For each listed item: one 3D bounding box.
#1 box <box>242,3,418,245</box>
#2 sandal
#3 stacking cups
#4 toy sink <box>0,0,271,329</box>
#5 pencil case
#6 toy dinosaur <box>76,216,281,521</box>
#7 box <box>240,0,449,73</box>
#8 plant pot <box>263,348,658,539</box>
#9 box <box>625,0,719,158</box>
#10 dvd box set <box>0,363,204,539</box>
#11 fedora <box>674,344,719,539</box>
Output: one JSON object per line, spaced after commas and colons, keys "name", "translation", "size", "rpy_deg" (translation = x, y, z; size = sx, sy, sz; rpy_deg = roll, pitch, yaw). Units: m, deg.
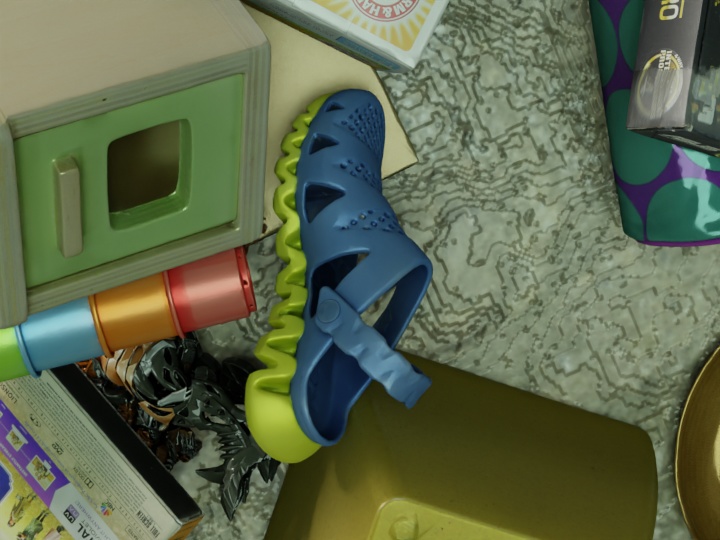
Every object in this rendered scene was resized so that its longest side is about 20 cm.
{"name": "box", "translation": [-0.082, -0.114, 0.922], "size": [0.163, 0.021, 0.200], "rpy_deg": [-26, 100, 3]}
{"name": "sandal", "translation": [0.000, 0.000, 0.864], "size": [0.087, 0.079, 0.201], "rpy_deg": [-5, 71, 26]}
{"name": "stacking cups", "translation": [-0.154, 0.022, 0.860], "size": [0.199, 0.061, 0.061], "rpy_deg": [-15, 100, 0]}
{"name": "toy sink", "translation": [-0.153, -0.061, 0.803], "size": [0.200, 0.112, 0.131], "rpy_deg": [-18, 140, -23]}
{"name": "pencil case", "translation": [0.172, -0.118, 0.899], "size": [0.092, 0.085, 0.201], "rpy_deg": [-9, 101, 13]}
{"name": "toy dinosaur", "translation": [-0.103, 0.066, 0.920], "size": [0.136, 0.102, 0.200], "rpy_deg": [30, 126, 8]}
{"name": "box", "translation": [0.016, -0.212, 0.854], "size": [0.112, 0.101, 0.200], "rpy_deg": [27, 92, -11]}
{"name": "plant pot", "translation": [0.050, 0.172, 0.901], "size": [0.199, 0.176, 0.201], "rpy_deg": [18, 99, -4]}
{"name": "box", "translation": [0.231, -0.128, 0.859], "size": [0.200, 0.049, 0.162], "rpy_deg": [13, 87, -34]}
{"name": "dvd box set", "translation": [-0.193, 0.151, 0.915], "size": [0.146, 0.029, 0.200], "rpy_deg": [45, 109, 18]}
{"name": "fedora", "translation": [0.277, 0.107, 0.943], "size": [0.200, 0.082, 0.201], "rpy_deg": [0, 100, -3]}
